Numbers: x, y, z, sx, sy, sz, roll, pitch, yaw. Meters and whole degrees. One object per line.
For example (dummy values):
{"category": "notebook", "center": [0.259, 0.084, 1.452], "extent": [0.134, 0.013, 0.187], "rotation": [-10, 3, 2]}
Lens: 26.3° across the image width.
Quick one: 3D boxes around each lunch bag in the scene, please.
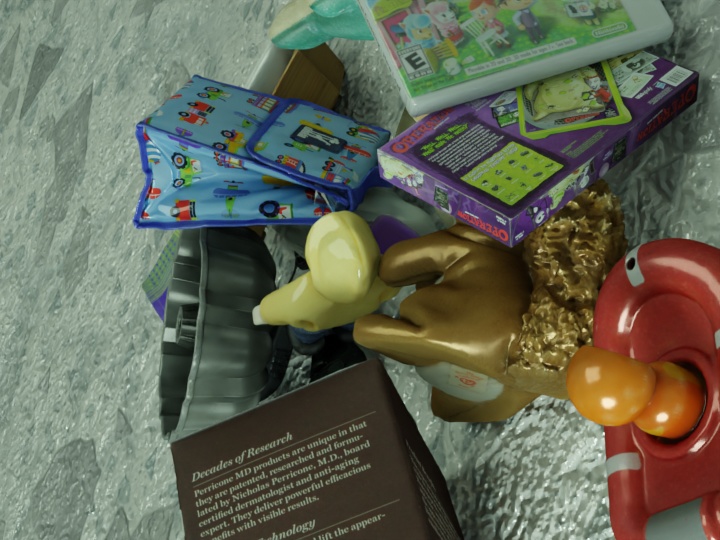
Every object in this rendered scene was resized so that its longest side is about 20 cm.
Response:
{"category": "lunch bag", "center": [-0.069, -0.086, 1.270], "extent": [0.151, 0.198, 0.095], "rotation": [-62, -21, -65]}

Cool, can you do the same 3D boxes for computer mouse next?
{"category": "computer mouse", "center": [-0.066, 0.030, 1.410], "extent": [0.058, 0.034, 0.202], "rotation": [11, 76, 54]}

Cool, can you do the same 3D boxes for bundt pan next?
{"category": "bundt pan", "center": [-0.120, 0.050, 1.323], "extent": [0.202, 0.075, 0.204], "rotation": [-173, 90, -76]}

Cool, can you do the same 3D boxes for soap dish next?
{"category": "soap dish", "center": [-0.087, -0.125, 1.433], "extent": [0.201, 0.081, 0.158], "rotation": [-59, 9, 16]}

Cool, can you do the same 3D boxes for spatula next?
{"category": "spatula", "center": [0.000, 0.000, 1.293], "extent": [0.021, 0.056, 0.200], "rotation": [-62, 13, -23]}

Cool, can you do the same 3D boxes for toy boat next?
{"category": "toy boat", "center": [0.176, 0.073, 0.913], "extent": [0.130, 0.130, 0.202], "rotation": [-32, 48, 44]}

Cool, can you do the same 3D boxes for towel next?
{"category": "towel", "center": [-0.168, 0.004, 1.581], "extent": [0.144, 0.023, 0.200], "rotation": [-60, 33, 17]}

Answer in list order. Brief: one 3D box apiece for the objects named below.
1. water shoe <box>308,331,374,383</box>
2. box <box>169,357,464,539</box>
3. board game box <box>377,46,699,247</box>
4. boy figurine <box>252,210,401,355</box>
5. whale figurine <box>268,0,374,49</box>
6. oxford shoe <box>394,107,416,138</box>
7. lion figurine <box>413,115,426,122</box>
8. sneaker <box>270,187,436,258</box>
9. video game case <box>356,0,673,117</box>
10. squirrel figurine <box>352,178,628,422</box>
{"category": "water shoe", "center": [-0.025, 0.123, 1.241], "extent": [0.072, 0.078, 0.201], "rotation": [-45, 39, 33]}
{"category": "box", "center": [-0.014, 0.206, 1.046], "extent": [0.163, 0.167, 0.201], "rotation": [-23, 45, 6]}
{"category": "board game box", "center": [0.121, -0.098, 1.036], "extent": [0.120, 0.199, 0.033], "rotation": [33, 145, 32]}
{"category": "boy figurine", "center": [-0.025, 0.014, 1.189], "extent": [0.200, 0.123, 0.065], "rotation": [103, 149, -72]}
{"category": "whale figurine", "center": [0.017, -0.216, 1.206], "extent": [0.199, 0.159, 0.104], "rotation": [-29, 94, 41]}
{"category": "oxford shoe", "center": [0.061, -0.186, 1.285], "extent": [0.070, 0.074, 0.202], "rotation": [22, 91, 58]}
{"category": "lion figurine", "center": [0.114, -0.167, 1.156], "extent": [0.122, 0.072, 0.201], "rotation": [-38, 21, 36]}
{"category": "sneaker", "center": [-0.001, -0.054, 1.318], "extent": [0.199, 0.077, 0.081], "rotation": [10, 56, 51]}
{"category": "video game case", "center": [0.093, -0.211, 1.082], "extent": [0.022, 0.198, 0.183], "rotation": [96, 154, -62]}
{"category": "squirrel figurine", "center": [0.112, -0.006, 1.086], "extent": [0.199, 0.141, 0.188], "rotation": [-5, 58, 41]}
